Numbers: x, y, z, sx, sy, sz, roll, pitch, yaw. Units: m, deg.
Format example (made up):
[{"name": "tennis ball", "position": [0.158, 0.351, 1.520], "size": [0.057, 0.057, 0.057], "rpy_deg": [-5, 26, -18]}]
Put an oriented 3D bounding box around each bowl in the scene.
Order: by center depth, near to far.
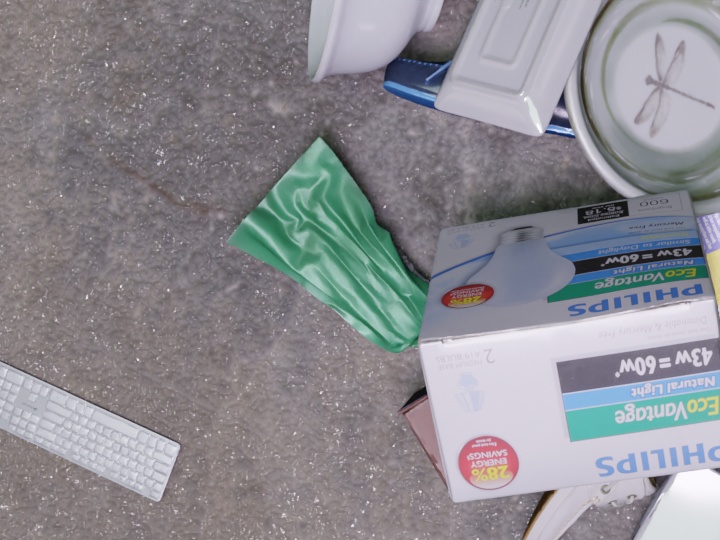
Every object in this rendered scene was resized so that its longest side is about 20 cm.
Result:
[{"name": "bowl", "position": [0.019, -0.240, 1.136], "size": [0.090, 0.201, 0.203], "rpy_deg": [8, 98, -9]}]

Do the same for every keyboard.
[{"name": "keyboard", "position": [-0.259, 0.144, 1.325], "size": [0.199, 0.011, 0.057], "rpy_deg": [23, 101, 11]}]

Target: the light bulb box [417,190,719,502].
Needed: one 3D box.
[{"name": "light bulb box", "position": [0.151, 0.048, 1.025], "size": [0.196, 0.200, 0.126], "rpy_deg": [-9, 111, 11]}]

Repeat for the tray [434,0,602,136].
[{"name": "tray", "position": [0.129, -0.205, 1.095], "size": [0.107, 0.022, 0.201], "rpy_deg": [20, 84, 40]}]

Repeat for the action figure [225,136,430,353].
[{"name": "action figure", "position": [0.000, 0.000, 1.220], "size": [0.200, 0.055, 0.118], "rpy_deg": [44, 103, 0]}]

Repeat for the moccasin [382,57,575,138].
[{"name": "moccasin", "position": [0.119, -0.151, 1.170], "size": [0.198, 0.080, 0.069], "rpy_deg": [11, 94, -1]}]

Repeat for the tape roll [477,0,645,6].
[{"name": "tape roll", "position": [0.162, -0.288, 1.156], "size": [0.201, 0.037, 0.205], "rpy_deg": [1, 96, 15]}]

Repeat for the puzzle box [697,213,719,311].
[{"name": "puzzle box", "position": [0.323, 0.029, 1.151], "size": [0.132, 0.025, 0.201], "rpy_deg": [-24, 89, 16]}]

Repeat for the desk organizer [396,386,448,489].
[{"name": "desk organizer", "position": [0.137, 0.091, 1.184], "size": [0.199, 0.072, 0.077], "rpy_deg": [-33, 89, 16]}]

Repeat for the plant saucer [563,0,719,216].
[{"name": "plant saucer", "position": [0.242, -0.140, 1.121], "size": [0.198, 0.050, 0.202], "rpy_deg": [0, 88, -13]}]

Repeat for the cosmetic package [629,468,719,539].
[{"name": "cosmetic package", "position": [0.321, 0.228, 1.149], "size": [0.199, 0.074, 0.102], "rpy_deg": [32, 102, 12]}]

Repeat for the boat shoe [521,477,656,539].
[{"name": "boat shoe", "position": [0.207, 0.159, 1.172], "size": [0.069, 0.071, 0.201], "rpy_deg": [37, 106, 2]}]
